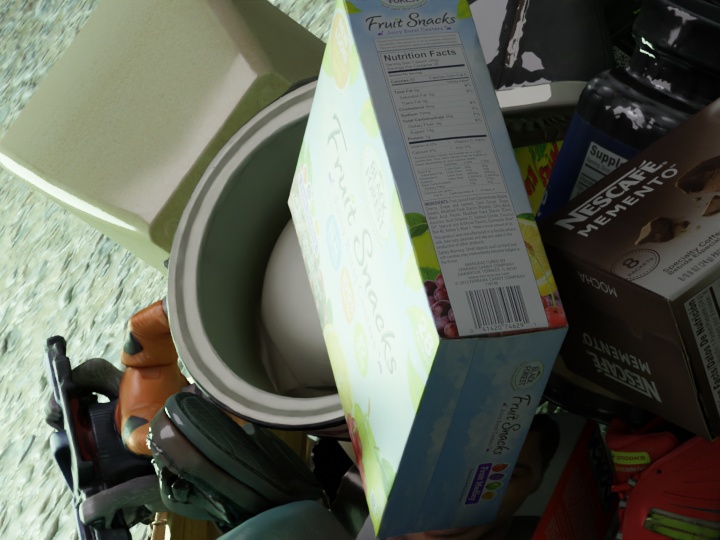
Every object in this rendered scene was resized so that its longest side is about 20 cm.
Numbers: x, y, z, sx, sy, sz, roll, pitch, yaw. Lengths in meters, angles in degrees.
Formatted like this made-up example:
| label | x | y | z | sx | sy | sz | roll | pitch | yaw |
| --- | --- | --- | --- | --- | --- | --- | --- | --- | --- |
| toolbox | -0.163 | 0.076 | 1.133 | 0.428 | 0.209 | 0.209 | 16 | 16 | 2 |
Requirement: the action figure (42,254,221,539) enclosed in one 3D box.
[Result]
| label | x | y | z | sx | sy | sz | roll | pitch | yaw |
| --- | --- | --- | --- | --- | --- | --- | --- | --- | --- |
| action figure | -0.114 | 0.110 | 1.641 | 0.194 | 0.104 | 0.201 | 127 | 136 | -58 |

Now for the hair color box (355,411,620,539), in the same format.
| label | x | y | z | sx | sy | sz | roll | pitch | yaw |
| --- | --- | --- | --- | --- | --- | --- | --- | --- | --- |
| hair color box | 0.049 | 0.149 | 1.390 | 0.101 | 0.062 | 0.200 | -6 | 28 | 25 |

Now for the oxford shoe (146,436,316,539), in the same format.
| label | x | y | z | sx | sy | sz | roll | pitch | yaw |
| --- | --- | --- | --- | --- | --- | --- | --- | --- | --- |
| oxford shoe | -0.108 | 0.169 | 1.773 | 0.201 | 0.071 | 0.071 | -55 | 24 | 5 |

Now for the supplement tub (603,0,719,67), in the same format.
| label | x | y | z | sx | sy | sz | roll | pitch | yaw |
| --- | --- | --- | --- | --- | --- | --- | --- | --- | --- |
| supplement tub | 0.181 | -0.189 | 1.625 | 0.200 | 0.122 | 0.123 | -36 | 29 | 37 |

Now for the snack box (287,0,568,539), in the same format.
| label | x | y | z | sx | sy | sz | roll | pitch | yaw |
| --- | --- | --- | --- | --- | --- | --- | --- | --- | --- |
| snack box | 0.027 | -0.006 | 1.347 | 0.169 | 0.067 | 0.201 | 106 | 153 | -54 |

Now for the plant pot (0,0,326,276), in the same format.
| label | x | y | z | sx | sy | sz | roll | pitch | yaw |
| --- | --- | --- | --- | --- | --- | --- | --- | --- | --- |
| plant pot | -0.090 | -0.078 | 1.937 | 0.200 | 0.200 | 0.177 | -53 | 33 | 3 |

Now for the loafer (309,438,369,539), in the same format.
| label | x | y | z | sx | sy | sz | roll | pitch | yaw |
| --- | --- | --- | --- | --- | --- | --- | --- | --- | --- |
| loafer | 0.016 | 0.137 | 1.567 | 0.073 | 0.071 | 0.200 | -56 | 22 | -3 |

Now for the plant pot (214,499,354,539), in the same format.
| label | x | y | z | sx | sy | sz | roll | pitch | yaw |
| --- | --- | --- | --- | --- | --- | --- | --- | --- | --- |
| plant pot | -0.062 | 0.232 | 1.452 | 0.195 | 0.197 | 0.200 | -33 | 12 | 41 |

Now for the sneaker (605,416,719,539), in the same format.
| label | x | y | z | sx | sy | sz | roll | pitch | yaw |
| --- | --- | --- | --- | --- | --- | --- | --- | --- | --- |
| sneaker | 0.139 | 0.108 | 1.346 | 0.201 | 0.085 | 0.077 | -56 | 22 | -3 |

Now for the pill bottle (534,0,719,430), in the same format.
| label | x | y | z | sx | sy | sz | roll | pitch | yaw |
| --- | --- | --- | --- | --- | --- | --- | --- | --- | --- |
| pill bottle | 0.146 | -0.030 | 1.423 | 0.112 | 0.111 | 0.201 | -130 | 58 | -67 |

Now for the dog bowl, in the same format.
| label | x | y | z | sx | sy | sz | roll | pitch | yaw |
| --- | --- | --- | --- | --- | --- | --- | --- | --- | --- |
| dog bowl | 0.000 | 0.000 | 1.514 | 0.199 | 0.074 | 0.202 | -14 | 61 | 27 |

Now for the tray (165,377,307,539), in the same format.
| label | x | y | z | sx | sy | sz | roll | pitch | yaw |
| --- | --- | --- | --- | --- | --- | --- | --- | --- | --- |
| tray | -0.074 | 0.157 | 1.676 | 0.098 | 0.037 | 0.202 | -17 | 65 | 52 |

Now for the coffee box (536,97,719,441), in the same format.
| label | x | y | z | sx | sy | sz | roll | pitch | yaw |
| --- | --- | --- | --- | --- | --- | --- | --- | --- | --- |
| coffee box | 0.188 | -0.022 | 1.310 | 0.199 | 0.080 | 0.113 | -33 | 31 | -19 |

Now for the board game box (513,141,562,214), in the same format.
| label | x | y | z | sx | sy | sz | roll | pitch | yaw |
| --- | --- | --- | --- | --- | --- | --- | --- | --- | --- |
| board game box | 0.058 | -0.048 | 1.643 | 0.101 | 0.048 | 0.200 | -10 | 29 | 28 |

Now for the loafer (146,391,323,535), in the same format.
| label | x | y | z | sx | sy | sz | roll | pitch | yaw |
| --- | --- | --- | --- | --- | --- | --- | --- | --- | --- |
| loafer | -0.072 | 0.114 | 1.510 | 0.063 | 0.072 | 0.200 | -45 | -18 | 4 |

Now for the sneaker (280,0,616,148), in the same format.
| label | x | y | z | sx | sy | sz | roll | pitch | yaw |
| --- | --- | --- | --- | --- | --- | --- | --- | --- | --- |
| sneaker | 0.047 | -0.122 | 1.598 | 0.199 | 0.075 | 0.107 | -5 | 71 | 20 |

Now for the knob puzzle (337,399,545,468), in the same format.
| label | x | y | z | sx | sy | sz | roll | pitch | yaw |
| --- | --- | --- | --- | --- | --- | --- | --- | --- | --- |
| knob puzzle | 0.065 | 0.030 | 1.584 | 0.219 | 0.031 | 0.220 | -28 | 21 | 12 |
